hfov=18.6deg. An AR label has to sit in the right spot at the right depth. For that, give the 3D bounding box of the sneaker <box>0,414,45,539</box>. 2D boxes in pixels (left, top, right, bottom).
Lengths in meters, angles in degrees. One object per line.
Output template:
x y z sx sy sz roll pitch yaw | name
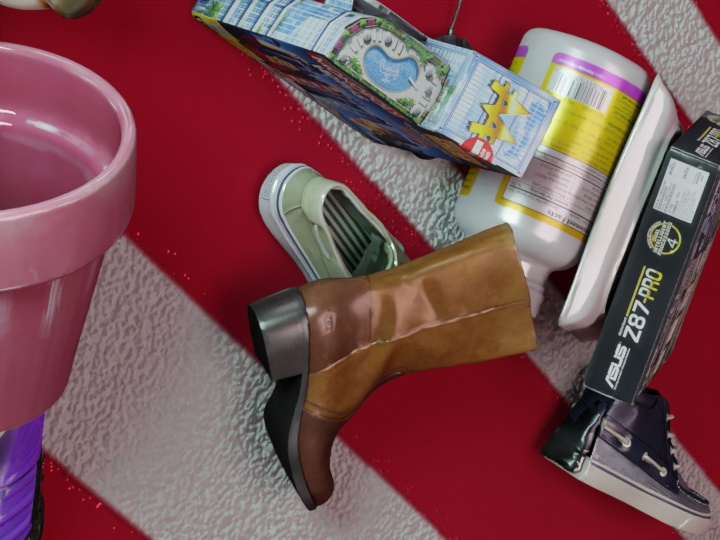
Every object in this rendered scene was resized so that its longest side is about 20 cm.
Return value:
-0.235 0.131 1.401 0.099 0.069 0.201 29 82 -55 | sneaker

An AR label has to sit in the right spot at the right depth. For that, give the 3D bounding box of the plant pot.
-0.233 -0.011 1.279 0.199 0.200 0.180 -22 133 -35 | plant pot

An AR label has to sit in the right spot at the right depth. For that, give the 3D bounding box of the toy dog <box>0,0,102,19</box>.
-0.231 -0.196 1.245 0.199 0.139 0.195 -4 120 -41 | toy dog

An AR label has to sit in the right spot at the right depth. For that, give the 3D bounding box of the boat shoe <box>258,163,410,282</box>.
0.000 0.000 1.563 0.072 0.062 0.200 -55 132 -13 | boat shoe

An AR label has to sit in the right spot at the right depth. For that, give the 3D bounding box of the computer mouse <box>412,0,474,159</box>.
0.076 -0.176 1.593 0.058 0.034 0.201 10 97 -42 | computer mouse

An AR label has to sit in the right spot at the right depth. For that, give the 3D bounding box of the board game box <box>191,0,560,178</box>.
0.023 -0.130 1.446 0.200 0.200 0.062 32 83 -43 | board game box

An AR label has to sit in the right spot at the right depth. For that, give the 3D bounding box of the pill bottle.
0.134 -0.071 1.632 0.104 0.104 0.201 24 88 -43 | pill bottle

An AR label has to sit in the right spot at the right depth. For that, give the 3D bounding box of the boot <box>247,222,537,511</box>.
0.028 0.070 1.560 0.199 0.069 0.189 -16 118 -13 | boot

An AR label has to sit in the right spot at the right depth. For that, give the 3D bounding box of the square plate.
0.209 -0.039 1.692 0.198 0.028 0.201 26 86 -76 | square plate

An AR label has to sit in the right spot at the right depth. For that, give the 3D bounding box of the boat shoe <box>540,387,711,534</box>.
0.242 0.150 1.819 0.200 0.075 0.093 27 93 -43 | boat shoe

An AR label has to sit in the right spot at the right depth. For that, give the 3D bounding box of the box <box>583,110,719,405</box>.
0.240 -0.012 1.690 0.161 0.049 0.201 -34 144 -65 | box
